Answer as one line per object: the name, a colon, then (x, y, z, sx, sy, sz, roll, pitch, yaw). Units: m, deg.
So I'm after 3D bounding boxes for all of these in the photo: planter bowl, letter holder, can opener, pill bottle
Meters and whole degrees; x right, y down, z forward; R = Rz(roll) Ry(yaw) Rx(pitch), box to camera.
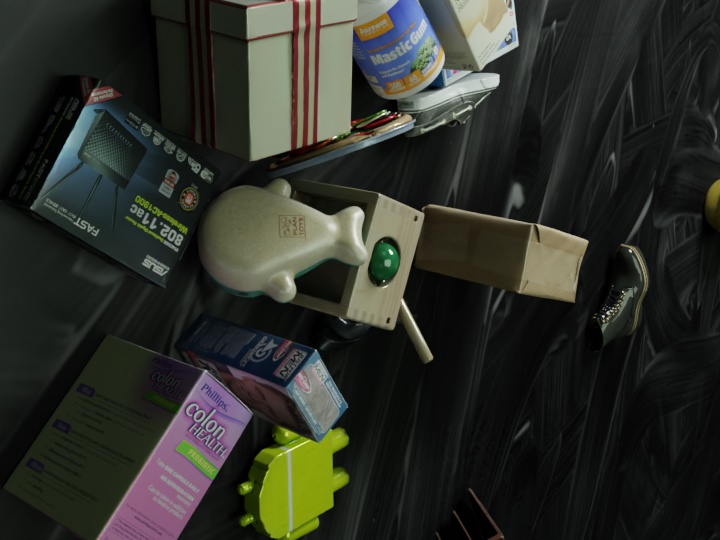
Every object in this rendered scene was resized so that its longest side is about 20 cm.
planter bowl: (0.872, -0.156, 2.314, 0.200, 0.083, 0.202, -15, 110, -46)
letter holder: (0.198, 0.502, 1.712, 0.100, 0.142, 0.201, -25, 125, -6)
can opener: (0.012, 0.063, 1.408, 0.199, 0.079, 0.064, -14, 71, -50)
pill bottle: (0.023, -0.329, 1.264, 0.112, 0.112, 0.200, -58, 136, -21)

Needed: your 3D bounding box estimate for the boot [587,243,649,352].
boot: (0.512, 0.059, 1.967, 0.138, 0.077, 0.201, -25, 117, -38)

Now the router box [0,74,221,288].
router box: (-0.258, -0.091, 1.040, 0.200, 0.062, 0.151, 37, 73, -47)

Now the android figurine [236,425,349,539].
android figurine: (-0.092, 0.290, 1.350, 0.199, 0.041, 0.183, -19, 114, -46)

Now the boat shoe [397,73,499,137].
boat shoe: (0.131, -0.248, 1.450, 0.199, 0.070, 0.064, -24, 117, -34)

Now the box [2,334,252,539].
box: (-0.247, 0.192, 1.041, 0.201, 0.175, 0.097, -60, 136, -20)

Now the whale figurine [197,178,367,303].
whale figurine: (-0.093, -0.030, 1.168, 0.104, 0.198, 0.160, 104, -19, -65)

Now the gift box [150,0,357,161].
gift box: (-0.112, -0.249, 1.087, 0.200, 0.184, 0.188, -29, 130, -45)

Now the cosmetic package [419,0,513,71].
cosmetic package: (0.125, -0.378, 1.314, 0.105, 0.071, 0.200, -55, 135, -22)

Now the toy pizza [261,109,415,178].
toy pizza: (-0.029, -0.158, 1.191, 0.200, 0.199, 0.032, -28, 102, -42)

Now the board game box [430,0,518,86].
board game box: (0.147, -0.396, 1.433, 0.200, 0.056, 0.197, -34, 124, -39)

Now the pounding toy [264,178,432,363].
pounding toy: (0.000, 0.000, 1.257, 0.142, 0.199, 0.185, 18, 86, -50)

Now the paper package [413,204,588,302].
paper package: (0.217, -0.027, 1.502, 0.190, 0.199, 0.104, 9, 94, -51)

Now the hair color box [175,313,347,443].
hair color box: (-0.119, 0.124, 1.151, 0.061, 0.199, 0.100, -50, 132, -28)
